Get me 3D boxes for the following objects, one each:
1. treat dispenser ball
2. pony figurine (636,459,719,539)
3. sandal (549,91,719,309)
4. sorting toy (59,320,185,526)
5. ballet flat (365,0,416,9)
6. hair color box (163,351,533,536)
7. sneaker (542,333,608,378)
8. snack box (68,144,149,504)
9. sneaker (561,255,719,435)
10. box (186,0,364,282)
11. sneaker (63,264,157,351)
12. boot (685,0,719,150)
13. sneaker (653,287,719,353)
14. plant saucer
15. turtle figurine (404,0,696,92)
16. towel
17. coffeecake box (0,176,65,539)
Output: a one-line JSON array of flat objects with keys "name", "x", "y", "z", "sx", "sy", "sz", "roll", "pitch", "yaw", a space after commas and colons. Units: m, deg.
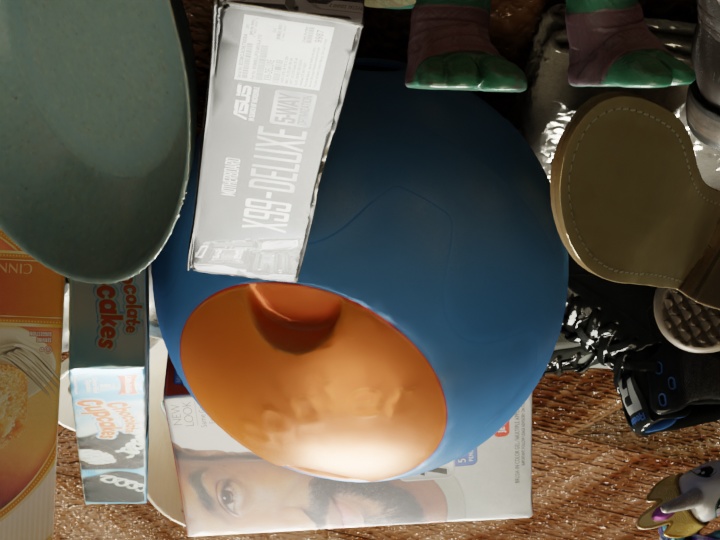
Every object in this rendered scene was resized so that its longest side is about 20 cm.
[{"name": "treat dispenser ball", "x": 0.000, "y": 0.000, "z": 0.820, "sx": 0.199, "sy": 0.202, "sz": 0.201, "roll": 4, "pitch": 154, "yaw": 2}, {"name": "pony figurine", "x": 0.262, "y": 0.103, "z": 1.043, "sx": 0.199, "sy": 0.167, "sz": 0.193, "roll": -31, "pitch": 169, "yaw": 10}, {"name": "sandal", "x": 0.123, "y": -0.037, "z": 0.802, "sx": 0.070, "sy": 0.078, "sz": 0.211, "roll": 35, "pitch": -174, "yaw": 39}, {"name": "sorting toy", "x": -0.095, "y": 0.072, "z": 1.050, "sx": 0.179, "sy": 0.108, "sz": 0.199, "roll": 16, "pitch": 145, "yaw": -42}, {"name": "ballet flat", "x": 0.056, "y": -0.148, "z": 0.648, "sx": 0.199, "sy": 0.068, "sz": 0.062, "roll": -6, "pitch": 148, "yaw": 41}, {"name": "hair color box", "x": -0.004, "y": 0.085, "z": 0.957, "sx": 0.198, "sy": 0.064, "sz": 0.112, "roll": -3, "pitch": 128, "yaw": 2}, {"name": "sneaker", "x": 0.097, "y": 0.044, "z": 1.037, "sx": 0.198, "sy": 0.080, "sz": 0.074, "roll": 8, "pitch": 152, "yaw": -11}, {"name": "snack box", "x": -0.122, "y": 0.030, "z": 0.842, "sx": 0.037, "sy": 0.117, "sz": 0.200, "roll": -1, "pitch": 156, "yaw": -7}, {"name": "sneaker", "x": 0.138, "y": 0.032, "z": 0.966, "sx": 0.198, "sy": 0.113, "sz": 0.073, "roll": 11, "pitch": 153, "yaw": -13}, {"name": "box", "x": -0.030, "y": -0.109, "z": 0.651, "sx": 0.049, "sy": 0.159, "sz": 0.200, "roll": 7, "pitch": 155, "yaw": -6}, {"name": "sneaker", "x": -0.141, "y": -0.009, "z": 0.996, "sx": 0.086, "sy": 0.075, "sz": 0.200, "roll": -3, "pitch": 163, "yaw": -12}, {"name": "boot", "x": 0.209, "y": -0.120, "z": 0.673, "sx": 0.198, "sy": 0.070, "sz": 0.175, "roll": -1, "pitch": 139, "yaw": 12}, {"name": "sneaker", "x": 0.247, "y": -0.018, "z": 0.902, "sx": 0.199, "sy": 0.071, "sz": 0.076, "roll": -21, "pitch": -177, "yaw": 12}, {"name": "plant saucer", "x": -0.122, "y": -0.095, "z": 0.713, "sx": 0.039, "sy": 0.202, "sz": 0.201, "roll": -23, "pitch": 176, "yaw": -40}, {"name": "turtle figurine", "x": 0.059, "y": -0.159, "z": 0.544, "sx": 0.148, "sy": 0.202, "sz": 0.101, "roll": -2, "pitch": -172, "yaw": -5}, {"name": "towel", "x": 0.137, "y": -0.067, "z": 0.854, "sx": 0.131, "sy": 0.035, "sz": 0.200, "roll": 8, "pitch": 155, "yaw": -4}, {"name": "coffeecake box", "x": -0.221, "y": 0.055, "z": 0.801, "sx": 0.152, "sy": 0.202, "sz": 0.073, "roll": 3, "pitch": 179, "yaw": -20}]
